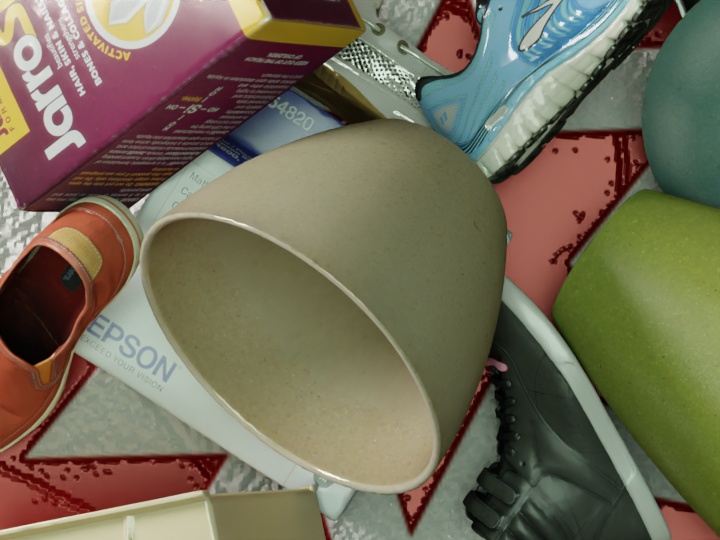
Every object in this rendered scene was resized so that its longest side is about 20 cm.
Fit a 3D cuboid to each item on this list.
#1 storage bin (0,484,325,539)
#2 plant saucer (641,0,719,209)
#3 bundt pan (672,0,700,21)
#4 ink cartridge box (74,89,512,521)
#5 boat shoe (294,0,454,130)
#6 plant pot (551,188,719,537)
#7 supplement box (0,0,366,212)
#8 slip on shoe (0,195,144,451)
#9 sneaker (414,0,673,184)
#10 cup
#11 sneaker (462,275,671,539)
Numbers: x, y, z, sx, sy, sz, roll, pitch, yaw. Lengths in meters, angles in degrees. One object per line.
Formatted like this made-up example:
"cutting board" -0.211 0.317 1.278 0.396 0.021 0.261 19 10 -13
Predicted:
"storage bin" -0.131 0.180 1.371 0.197 0.200 0.094 -13 83 16
"plant saucer" 0.259 -0.081 1.412 0.199 0.039 0.202 1 122 2
"bundt pan" 0.239 -0.223 1.445 0.200 0.076 0.204 0 89 1
"ink cartridge box" -0.042 0.010 1.468 0.199 0.041 0.201 32 90 1
"boat shoe" -0.012 -0.137 1.459 0.200 0.071 0.069 38 77 3
"plant pot" 0.213 0.048 1.407 0.200 0.187 0.188 38 90 15
"supplement box" -0.118 -0.137 1.391 0.200 0.103 0.132 -35 74 28
"slip on shoe" -0.193 0.037 1.427 0.074 0.061 0.200 44 125 5
"sneaker" 0.106 -0.143 1.384 0.090 0.078 0.200 44 99 8
"cup" 0.000 0.000 1.367 0.200 0.200 0.143 40 61 1
"sneaker" 0.090 0.096 1.441 0.099 0.071 0.201 -31 100 -2
